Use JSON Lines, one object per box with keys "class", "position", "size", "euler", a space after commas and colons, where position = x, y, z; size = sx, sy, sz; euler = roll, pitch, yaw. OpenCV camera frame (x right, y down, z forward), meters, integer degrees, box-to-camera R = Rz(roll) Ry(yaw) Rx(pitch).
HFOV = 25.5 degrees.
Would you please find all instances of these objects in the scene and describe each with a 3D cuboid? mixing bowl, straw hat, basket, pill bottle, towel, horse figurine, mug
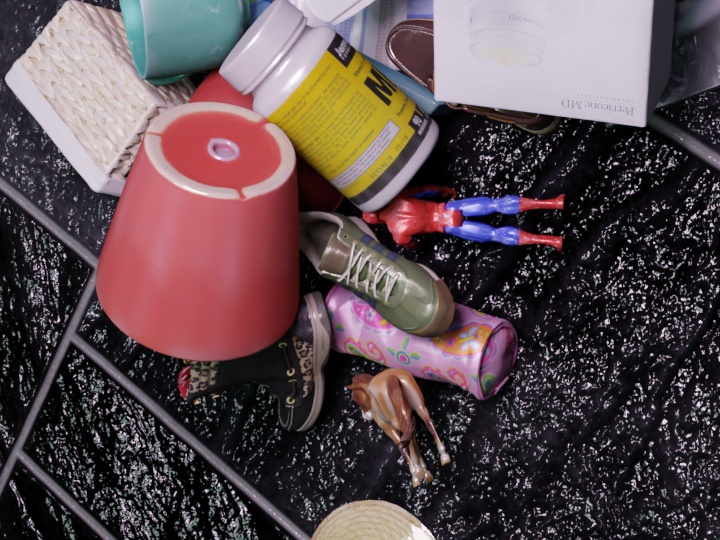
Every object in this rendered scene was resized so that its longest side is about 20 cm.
{"class": "mixing bowl", "position": [-0.117, -0.123, 1.632], "size": [0.199, 0.108, 0.202], "euler": [27, 132, 34]}
{"class": "straw hat", "position": [-0.003, 0.344, 1.637], "size": [0.199, 0.085, 0.204], "euler": [2, 93, 32]}
{"class": "basket", "position": [-0.269, -0.188, 1.747], "size": [0.200, 0.135, 0.124], "euler": [48, 112, 25]}
{"class": "pill bottle", "position": [-0.031, -0.159, 1.519], "size": [0.200, 0.115, 0.114], "euler": [40, 116, -14]}
{"class": "towel", "position": [0.000, -0.281, 1.646], "size": [0.198, 0.024, 0.149], "euler": [7, 97, 31]}
{"class": "horse figurine", "position": [0.038, 0.145, 1.572], "size": [0.050, 0.200, 0.134], "euler": [-25, 79, -8]}
{"class": "mug", "position": [-0.179, -0.274, 1.600], "size": [0.185, 0.113, 0.154], "euler": [-175, 73, -76]}

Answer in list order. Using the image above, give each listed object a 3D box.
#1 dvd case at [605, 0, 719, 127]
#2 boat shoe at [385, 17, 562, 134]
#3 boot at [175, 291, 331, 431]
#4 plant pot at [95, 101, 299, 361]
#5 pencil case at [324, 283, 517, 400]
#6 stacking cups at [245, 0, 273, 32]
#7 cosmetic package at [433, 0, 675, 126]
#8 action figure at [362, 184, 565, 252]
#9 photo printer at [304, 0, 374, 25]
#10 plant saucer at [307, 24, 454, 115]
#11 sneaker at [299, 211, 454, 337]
{"class": "dvd case", "position": [0.269, -0.253, 1.483], "size": [0.148, 0.016, 0.202], "euler": [-19, 82, 31]}
{"class": "boat shoe", "position": [0.102, -0.191, 1.548], "size": [0.199, 0.072, 0.073], "euler": [32, 110, 20]}
{"class": "boot", "position": [-0.112, 0.104, 1.621], "size": [0.201, 0.149, 0.074], "euler": [104, 152, -52]}
{"class": "plant pot", "position": [-0.142, -0.046, 1.491], "size": [0.200, 0.200, 0.178], "euler": [37, 134, 25]}
{"class": "pencil case", "position": [0.057, 0.065, 1.592], "size": [0.198, 0.087, 0.088], "euler": [15, 100, 30]}
{"class": "stacking cups", "position": [-0.105, -0.253, 1.661], "size": [0.060, 0.060, 0.201], "euler": [-39, 75, 27]}
{"class": "cosmetic package", "position": [0.173, -0.250, 1.404], "size": [0.197, 0.123, 0.202], "euler": [9, 124, 19]}
{"class": "action figure", "position": [0.103, -0.050, 1.575], "size": [0.198, 0.099, 0.066], "euler": [3, 91, 9]}
{"class": "photo printer", "position": [0.000, -0.341, 1.556], "size": [0.166, 0.070, 0.201], "euler": [-33, 34, 10]}
{"class": "plant saucer", "position": [0.003, -0.204, 1.601], "size": [0.199, 0.070, 0.019], "euler": [29, 106, 18]}
{"class": "sneaker", "position": [0.000, 0.000, 1.538], "size": [0.200, 0.089, 0.068], "euler": [41, 110, 44]}
